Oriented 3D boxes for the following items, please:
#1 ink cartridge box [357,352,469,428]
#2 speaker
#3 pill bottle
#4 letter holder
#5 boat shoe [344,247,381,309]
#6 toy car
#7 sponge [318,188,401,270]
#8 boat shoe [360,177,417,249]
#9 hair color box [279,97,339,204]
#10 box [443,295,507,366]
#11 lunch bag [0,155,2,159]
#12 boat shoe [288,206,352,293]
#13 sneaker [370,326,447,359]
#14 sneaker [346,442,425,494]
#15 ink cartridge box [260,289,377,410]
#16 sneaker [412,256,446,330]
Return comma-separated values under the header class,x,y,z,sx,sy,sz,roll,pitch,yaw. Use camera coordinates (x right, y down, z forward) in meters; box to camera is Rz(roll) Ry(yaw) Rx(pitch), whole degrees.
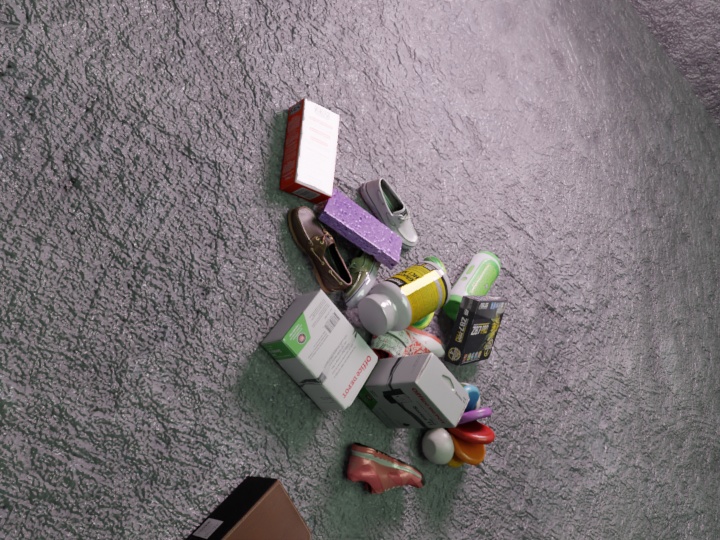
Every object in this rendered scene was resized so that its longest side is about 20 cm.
class,x,y,z,sx,sy,sz,roll,pitch,yaw
ink cartridge box,0.103,0.255,1.393,0.147,0.200,0.083,49,52,-20
speaker,0.284,0.039,1.691,0.088,0.088,0.200,53,50,-17
pill bottle,0.093,0.062,1.432,0.200,0.112,0.113,-26,96,-39
letter holder,-0.198,0.475,1.138,0.200,0.100,0.142,-41,108,-40
boat shoe,0.000,0.000,1.470,0.062,0.072,0.200,37,46,-13
toy car,0.233,0.346,1.518,0.175,0.150,0.200,-1,79,-41
sponge,0.004,-0.092,1.460,0.200,0.030,0.112,35,32,-14
boat shoe,0.080,-0.131,1.566,0.200,0.067,0.074,47,53,-22
hair color box,-0.108,-0.256,1.438,0.101,0.061,0.200,19,67,-37
box,0.280,0.140,1.605,0.200,0.049,0.161,5,102,-59
lunch bag,-0.635,-0.201,0.916,0.170,0.127,0.200,-42,116,-38
boat shoe,-0.079,-0.049,1.403,0.070,0.070,0.200,-37,102,-40
sneaker,0.106,0.181,1.508,0.201,0.067,0.108,33,59,-27
sneaker,0.048,0.431,1.400,0.200,0.074,0.087,31,73,-27
ink cartridge box,-0.078,0.163,1.336,0.200,0.084,0.146,52,51,-19
sneaker,0.146,0.045,1.573,0.084,0.074,0.200,39,56,-32
